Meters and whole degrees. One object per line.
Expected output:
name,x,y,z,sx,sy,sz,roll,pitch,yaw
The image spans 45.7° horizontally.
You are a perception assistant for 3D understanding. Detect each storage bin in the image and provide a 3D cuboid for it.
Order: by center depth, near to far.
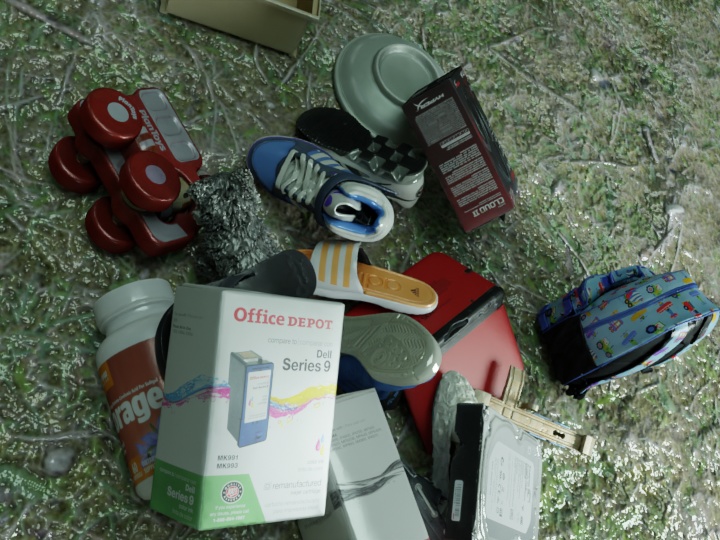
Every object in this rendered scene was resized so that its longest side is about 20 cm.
storage bin,-0.155,-0.420,1.164,0.197,0.094,0.202,14,61,-19

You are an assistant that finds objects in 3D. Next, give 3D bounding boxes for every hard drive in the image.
hard drive,0.152,0.237,0.937,0.200,0.037,0.142,39,54,-53

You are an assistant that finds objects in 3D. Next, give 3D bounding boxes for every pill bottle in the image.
pill bottle,-0.202,0.117,0.867,0.111,0.112,0.203,-14,72,-30

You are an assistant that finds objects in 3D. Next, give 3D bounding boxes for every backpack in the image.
backpack,0.354,0.063,1.111,0.180,0.200,0.137,-13,71,-29

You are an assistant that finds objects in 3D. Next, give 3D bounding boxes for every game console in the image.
game console,0.093,0.098,1.078,0.171,0.120,0.199,33,49,31

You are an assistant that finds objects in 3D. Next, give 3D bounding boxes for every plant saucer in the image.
plant saucer,0.059,-0.265,1.220,0.197,0.050,0.204,11,62,-21

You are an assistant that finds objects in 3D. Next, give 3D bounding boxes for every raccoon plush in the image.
raccoon plush,-0.114,-0.019,0.920,0.096,0.135,0.200,-31,58,-22

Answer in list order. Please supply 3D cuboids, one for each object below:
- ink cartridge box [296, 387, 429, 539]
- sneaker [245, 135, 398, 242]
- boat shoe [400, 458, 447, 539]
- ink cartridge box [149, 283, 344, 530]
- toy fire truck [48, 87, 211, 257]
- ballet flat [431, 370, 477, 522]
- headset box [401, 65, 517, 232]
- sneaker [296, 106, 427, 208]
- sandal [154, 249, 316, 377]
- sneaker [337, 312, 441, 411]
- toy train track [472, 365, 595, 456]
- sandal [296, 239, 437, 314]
ink cartridge box,-0.010,0.241,0.878,0.084,0.146,0.203,-14,73,-28
sneaker,-0.048,-0.100,1.017,0.198,0.146,0.081,29,95,-7
boat shoe,0.061,0.257,0.925,0.067,0.072,0.202,-19,54,-14
ink cartridge box,-0.100,0.120,0.778,0.144,0.087,0.204,9,84,-43
toy fire truck,-0.241,-0.118,0.976,0.167,0.112,0.202,-24,78,-52
ballet flat,0.117,0.217,0.977,0.071,0.072,0.204,12,76,-20
headset box,0.139,-0.154,1.122,0.202,0.076,0.149,60,20,-10
sneaker,-0.005,-0.141,1.120,0.198,0.089,0.074,33,58,23
sandal,-0.121,0.035,0.847,0.199,0.043,0.077,-38,101,-34
sneaker,0.029,0.106,0.916,0.111,0.198,0.077,46,60,-33
toy train track,0.221,0.192,1.068,0.198,0.032,0.117,24,77,-22
sandal,0.001,-0.005,1.030,0.203,0.060,0.080,12,35,-7
